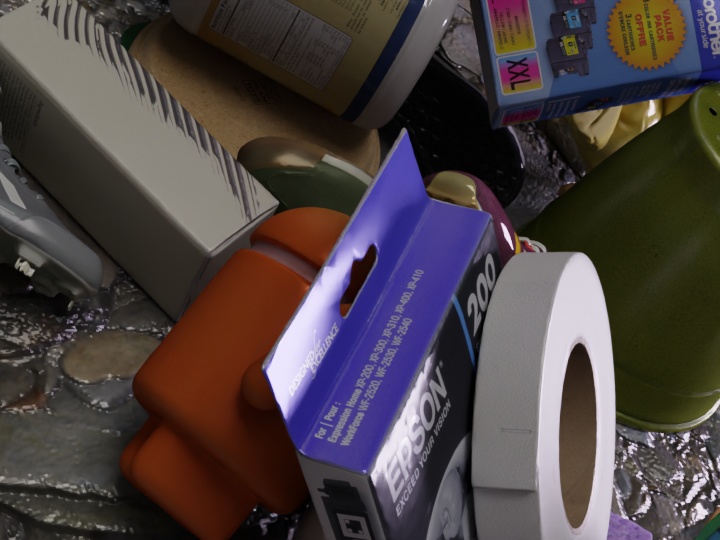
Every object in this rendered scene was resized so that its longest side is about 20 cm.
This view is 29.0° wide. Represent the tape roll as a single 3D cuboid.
[{"bbox_3d":[0.105,0.090,0.770,0.037,0.205,0.204,0,36,22],"label":"tape roll"}]

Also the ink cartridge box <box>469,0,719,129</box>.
[{"bbox_3d":[0.178,-0.188,0.969,0.197,0.076,0.138,-10,86,-1],"label":"ink cartridge box"}]

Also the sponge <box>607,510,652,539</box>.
[{"bbox_3d":[0.112,0.213,0.815,0.111,0.030,0.201,28,43,-8],"label":"sponge"}]

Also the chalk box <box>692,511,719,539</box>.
[{"bbox_3d":[0.262,0.202,0.801,0.198,0.124,0.126,17,44,-21],"label":"chalk box"}]

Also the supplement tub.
[{"bbox_3d":[-0.041,-0.201,0.931,0.198,0.145,0.145,28,42,-8],"label":"supplement tub"}]

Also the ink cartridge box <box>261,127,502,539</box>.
[{"bbox_3d":[0.030,0.064,0.692,0.043,0.202,0.199,-1,36,25],"label":"ink cartridge box"}]

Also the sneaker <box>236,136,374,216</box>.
[{"bbox_3d":[0.000,0.000,0.883,0.199,0.067,0.091,34,44,-32],"label":"sneaker"}]

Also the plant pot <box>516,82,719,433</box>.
[{"bbox_3d":[0.234,-0.023,0.991,0.198,0.193,0.202,19,43,-19],"label":"plant pot"}]

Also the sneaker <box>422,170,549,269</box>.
[{"bbox_3d":[0.075,-0.002,0.838,0.074,0.201,0.090,20,56,26],"label":"sneaker"}]

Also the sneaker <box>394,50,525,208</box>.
[{"bbox_3d":[0.056,-0.134,1.064,0.200,0.072,0.083,49,20,-2],"label":"sneaker"}]

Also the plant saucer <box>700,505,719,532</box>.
[{"bbox_3d":[0.296,0.239,0.912,0.198,0.038,0.202,18,44,-18],"label":"plant saucer"}]

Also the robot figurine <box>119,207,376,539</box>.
[{"bbox_3d":[-0.043,0.050,0.755,0.116,0.144,0.201,31,74,26],"label":"robot figurine"}]

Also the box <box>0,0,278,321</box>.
[{"bbox_3d":[-0.149,-0.072,0.856,0.200,0.082,0.068,45,51,8],"label":"box"}]

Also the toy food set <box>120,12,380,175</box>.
[{"bbox_3d":[-0.078,-0.109,0.968,0.200,0.049,0.197,47,42,11],"label":"toy food set"}]

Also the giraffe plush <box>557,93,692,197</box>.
[{"bbox_3d":[0.195,-0.172,1.124,0.171,0.201,0.163,-18,55,-17],"label":"giraffe plush"}]

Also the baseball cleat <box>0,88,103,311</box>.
[{"bbox_3d":[-0.218,-0.068,0.803,0.199,0.070,0.107,33,67,-4],"label":"baseball cleat"}]

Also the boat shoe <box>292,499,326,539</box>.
[{"bbox_3d":[0.006,0.139,0.767,0.068,0.072,0.200,32,20,-2],"label":"boat shoe"}]
